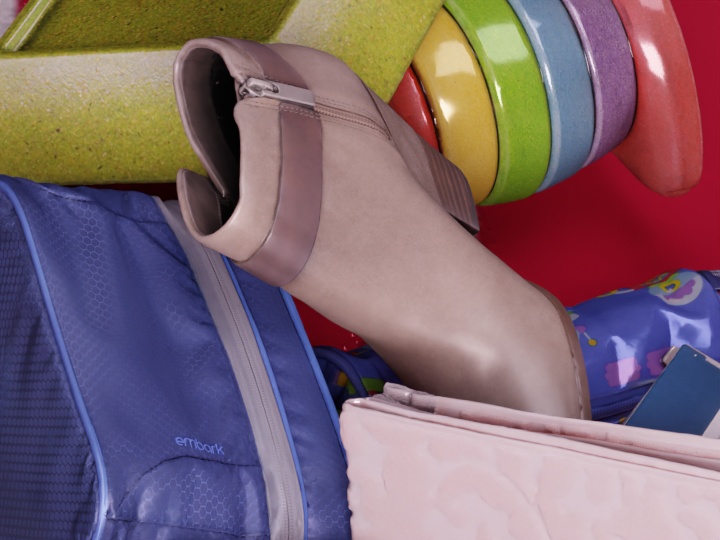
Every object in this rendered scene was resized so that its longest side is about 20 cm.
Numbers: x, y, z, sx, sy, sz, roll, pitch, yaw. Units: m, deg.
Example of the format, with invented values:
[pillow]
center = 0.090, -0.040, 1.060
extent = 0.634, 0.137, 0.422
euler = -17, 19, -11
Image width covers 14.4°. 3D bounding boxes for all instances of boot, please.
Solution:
[boot]
center = 0.000, 0.000, 1.053
extent = 0.146, 0.070, 0.200
euler = 21, 35, -42

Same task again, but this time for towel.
[towel]
center = 0.088, 0.139, 0.981
extent = 0.190, 0.201, 0.032
euler = 11, 33, 28

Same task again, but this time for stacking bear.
[stacking bear]
center = 0.035, -0.071, 1.252
extent = 0.199, 0.114, 0.121
euler = -20, 35, -21

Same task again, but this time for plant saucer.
[plant saucer]
center = -0.066, -0.116, 1.228
extent = 0.199, 0.048, 0.200
euler = -1, 40, 27

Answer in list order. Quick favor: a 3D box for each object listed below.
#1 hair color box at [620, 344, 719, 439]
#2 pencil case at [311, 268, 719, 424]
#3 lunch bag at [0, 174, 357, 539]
[hair color box]
center = 0.115, 0.130, 1.032
extent = 0.100, 0.200, 0.061
euler = 32, 46, 11
[pencil case]
center = 0.067, 0.053, 1.167
extent = 0.199, 0.078, 0.087
euler = -12, 11, -26
[lunch bag]
center = -0.088, 0.060, 1.067
extent = 0.132, 0.136, 0.201
euler = 7, 47, -34
